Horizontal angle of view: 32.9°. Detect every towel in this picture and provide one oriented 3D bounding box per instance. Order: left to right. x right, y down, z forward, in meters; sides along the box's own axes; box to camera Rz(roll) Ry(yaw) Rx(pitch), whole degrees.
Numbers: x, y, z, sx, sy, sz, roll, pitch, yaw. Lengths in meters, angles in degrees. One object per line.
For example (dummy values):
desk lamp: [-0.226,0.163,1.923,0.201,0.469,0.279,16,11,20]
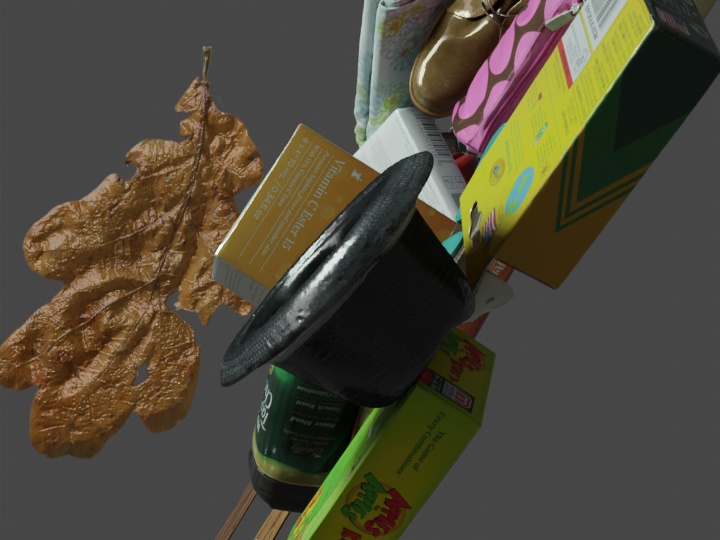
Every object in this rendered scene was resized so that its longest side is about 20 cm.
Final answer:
towel: [0.071,-0.216,1.141,0.171,0.048,0.201,-28,-30,-22]

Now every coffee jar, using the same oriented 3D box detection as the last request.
coffee jar: [-0.043,0.112,1.088,0.104,0.085,0.201,-109,31,-65]

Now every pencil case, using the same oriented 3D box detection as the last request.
pencil case: [0.139,-0.164,0.925,0.200,0.090,0.094,120,174,-47]

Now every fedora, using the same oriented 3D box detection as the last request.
fedora: [0.004,0.022,0.719,0.201,0.092,0.201,-47,6,6]

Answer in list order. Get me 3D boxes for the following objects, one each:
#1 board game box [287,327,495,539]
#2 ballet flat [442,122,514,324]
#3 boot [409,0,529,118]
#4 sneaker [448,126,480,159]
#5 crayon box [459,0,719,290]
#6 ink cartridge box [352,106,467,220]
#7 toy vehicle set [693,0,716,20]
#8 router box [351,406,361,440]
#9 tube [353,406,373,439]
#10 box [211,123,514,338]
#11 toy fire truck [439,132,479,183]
board game box: [0.011,0.137,0.785,0.201,0.047,0.102,-57,2,23]
ballet flat: [0.090,-0.014,0.876,0.201,0.067,0.068,-59,8,-15]
boot: [0.111,-0.219,1.037,0.200,0.073,0.075,-52,0,2]
sneaker: [0.177,-0.202,1.780,0.089,0.077,0.200,-50,2,-11]
crayon box: [0.130,-0.081,0.738,0.200,0.051,0.127,-57,16,31]
ink cartridge box: [0.025,-0.031,1.152,0.050,0.162,0.200,-6,-28,-41]
toy vehicle set: [0.199,-0.155,0.884,0.125,0.026,0.200,-58,2,4]
router box: [0.003,0.122,1.258,0.180,0.049,0.200,-57,2,40]
tube: [0.031,0.092,1.063,0.058,0.052,0.201,6,-67,-49]
box: [0.000,0.000,0.952,0.125,0.199,0.097,-59,2,-13]
toy fire truck: [0.071,-0.076,1.252,0.176,0.129,0.200,-30,8,-30]
